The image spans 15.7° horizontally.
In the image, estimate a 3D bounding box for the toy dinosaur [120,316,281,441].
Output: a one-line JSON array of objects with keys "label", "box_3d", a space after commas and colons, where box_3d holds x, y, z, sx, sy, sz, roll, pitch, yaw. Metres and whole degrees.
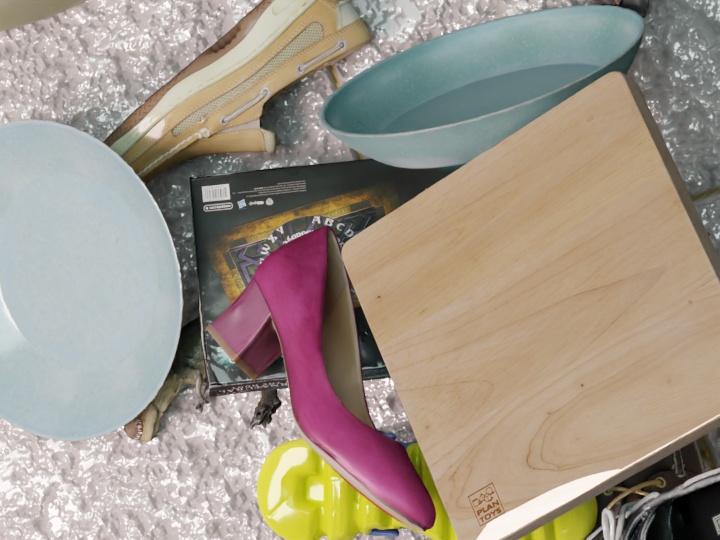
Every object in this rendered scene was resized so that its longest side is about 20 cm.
[{"label": "toy dinosaur", "box_3d": [-0.064, 0.042, 1.611, 0.200, 0.047, 0.088, -47, 70, -1]}]

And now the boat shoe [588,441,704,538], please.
[{"label": "boat shoe", "box_3d": [0.168, 0.154, 1.537, 0.072, 0.060, 0.201, -6, 81, 12]}]

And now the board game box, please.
[{"label": "board game box", "box_3d": [0.000, 0.000, 1.583, 0.199, 0.028, 0.136, -6, 74, 0]}]

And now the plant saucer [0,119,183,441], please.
[{"label": "plant saucer", "box_3d": [-0.184, 0.004, 1.619, 0.200, 0.039, 0.202, 7, 105, 29]}]

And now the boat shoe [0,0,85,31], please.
[{"label": "boat shoe", "box_3d": [-0.192, -0.208, 1.655, 0.199, 0.075, 0.066, -21, 76, 8]}]

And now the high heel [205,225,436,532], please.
[{"label": "high heel", "box_3d": [-0.001, 0.059, 1.497, 0.096, 0.067, 0.200, -44, 62, -1]}]

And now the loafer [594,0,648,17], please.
[{"label": "loafer", "box_3d": [0.193, -0.247, 1.587, 0.072, 0.073, 0.200, 34, 100, 5]}]

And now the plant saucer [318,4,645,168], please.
[{"label": "plant saucer", "box_3d": [0.075, -0.104, 1.541, 0.199, 0.200, 0.036, -15, 110, 9]}]

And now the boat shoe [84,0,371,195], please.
[{"label": "boat shoe", "box_3d": [-0.080, -0.100, 1.623, 0.200, 0.072, 0.076, -40, 93, 8]}]

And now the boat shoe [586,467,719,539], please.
[{"label": "boat shoe", "box_3d": [0.165, 0.159, 1.446, 0.199, 0.068, 0.074, -31, 69, 42]}]

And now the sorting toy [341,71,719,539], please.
[{"label": "sorting toy", "box_3d": [0.116, 0.028, 1.456, 0.200, 0.070, 0.199, -32, 68, 24]}]

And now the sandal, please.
[{"label": "sandal", "box_3d": [0.044, 0.127, 1.550, 0.199, 0.087, 0.080, 8, 97, 14]}]
